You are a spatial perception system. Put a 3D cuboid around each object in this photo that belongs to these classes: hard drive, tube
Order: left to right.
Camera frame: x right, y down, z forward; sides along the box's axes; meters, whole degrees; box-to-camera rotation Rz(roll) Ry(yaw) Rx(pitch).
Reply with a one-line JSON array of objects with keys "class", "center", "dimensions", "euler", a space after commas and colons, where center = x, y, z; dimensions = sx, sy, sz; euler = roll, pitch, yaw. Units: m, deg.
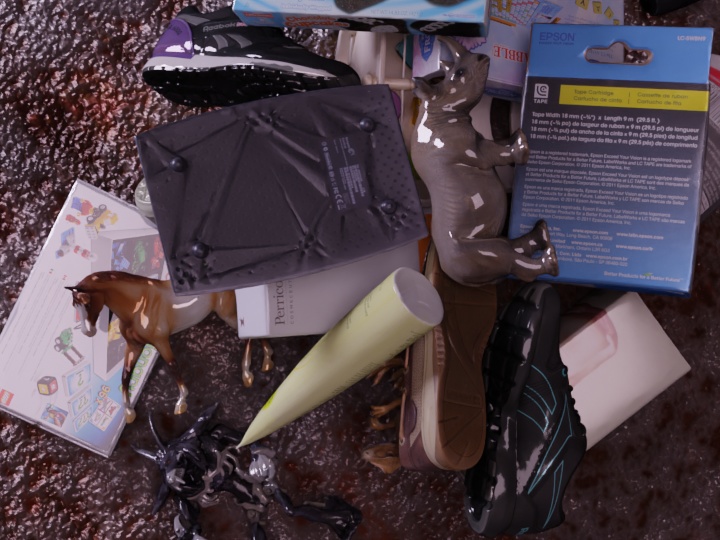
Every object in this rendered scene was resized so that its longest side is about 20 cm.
[{"class": "hard drive", "center": [-0.059, -0.060, 0.893], "dimensions": [0.199, 0.042, 0.136], "euler": [-14, 85, -16]}, {"class": "tube", "center": [-0.021, 0.072, 0.916], "dimensions": [0.058, 0.200, 0.052], "euler": [15, 46, -41]}]

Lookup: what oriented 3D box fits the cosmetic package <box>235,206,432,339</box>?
[{"class": "cosmetic package", "center": [0.000, 0.000, 0.980], "dimensions": [0.199, 0.071, 0.102], "euler": [-3, 88, -25]}]

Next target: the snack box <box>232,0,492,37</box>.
[{"class": "snack box", "center": [0.006, -0.246, 0.924], "dimensions": [0.199, 0.037, 0.117], "euler": [5, 82, 13]}]

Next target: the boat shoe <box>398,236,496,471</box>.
[{"class": "boat shoe", "center": [0.058, 0.059, 0.930], "dimensions": [0.072, 0.072, 0.201], "euler": [18, 65, -37]}]

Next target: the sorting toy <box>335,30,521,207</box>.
[{"class": "sorting toy", "center": [0.072, -0.139, 1.015], "dimensions": [0.179, 0.107, 0.201], "euler": [5, 82, -15]}]

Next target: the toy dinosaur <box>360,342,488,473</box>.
[{"class": "toy dinosaur", "center": [0.067, 0.096, 0.995], "dimensions": [0.200, 0.106, 0.061], "euler": [-45, 134, -22]}]

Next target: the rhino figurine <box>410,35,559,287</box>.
[{"class": "rhino figurine", "center": [0.084, -0.082, 0.898], "dimensions": [0.087, 0.060, 0.201], "euler": [-14, 85, 7]}]

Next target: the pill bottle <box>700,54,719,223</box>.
[{"class": "pill bottle", "center": [0.254, -0.081, 1.017], "dimensions": [0.200, 0.111, 0.111], "euler": [-42, 92, -5]}]

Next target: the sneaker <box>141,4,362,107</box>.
[{"class": "sneaker", "center": [-0.084, -0.183, 0.975], "dimensions": [0.199, 0.076, 0.088], "euler": [11, 70, 26]}]

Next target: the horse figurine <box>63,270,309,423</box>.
[{"class": "horse figurine", "center": [-0.135, 0.042, 0.980], "dimensions": [0.199, 0.050, 0.133], "euler": [-18, 106, -24]}]

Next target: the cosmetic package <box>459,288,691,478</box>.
[{"class": "cosmetic package", "center": [0.163, 0.106, 1.007], "dimensions": [0.200, 0.103, 0.087], "euler": [-36, 92, -7]}]

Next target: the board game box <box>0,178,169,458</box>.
[{"class": "board game box", "center": [-0.225, 0.040, 1.006], "dimensions": [0.126, 0.035, 0.201], "euler": [26, 86, -6]}]

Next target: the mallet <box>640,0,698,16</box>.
[{"class": "mallet", "center": [0.264, -0.330, 1.067], "dimensions": [0.066, 0.041, 0.201], "euler": [-14, 85, -6]}]

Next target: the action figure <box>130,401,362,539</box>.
[{"class": "action figure", "center": [-0.101, 0.188, 0.982], "dimensions": [0.199, 0.102, 0.119], "euler": [29, 97, -5]}]

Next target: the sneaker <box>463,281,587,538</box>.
[{"class": "sneaker", "center": [0.135, 0.109, 0.928], "dimensions": [0.079, 0.075, 0.201], "euler": [9, 95, -15]}]

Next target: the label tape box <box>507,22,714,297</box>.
[{"class": "label tape box", "center": [0.197, -0.086, 0.934], "dimensions": [0.143, 0.063, 0.201], "euler": [6, 88, 19]}]

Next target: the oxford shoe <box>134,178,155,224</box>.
[{"class": "oxford shoe", "center": [-0.102, -0.096, 1.006], "dimensions": [0.200, 0.075, 0.058], "euler": [-41, 129, -21]}]

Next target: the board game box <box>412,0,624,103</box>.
[{"class": "board game box", "center": [0.136, -0.242, 1.000], "dimensions": [0.199, 0.041, 0.201], "euler": [7, 81, -31]}]
